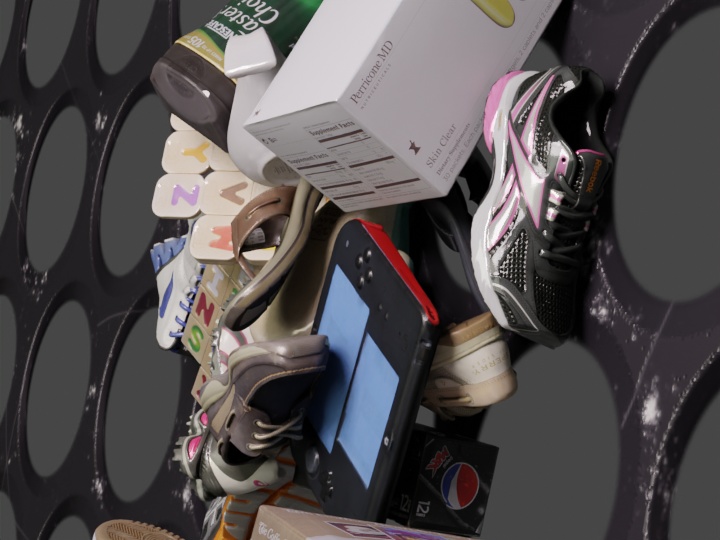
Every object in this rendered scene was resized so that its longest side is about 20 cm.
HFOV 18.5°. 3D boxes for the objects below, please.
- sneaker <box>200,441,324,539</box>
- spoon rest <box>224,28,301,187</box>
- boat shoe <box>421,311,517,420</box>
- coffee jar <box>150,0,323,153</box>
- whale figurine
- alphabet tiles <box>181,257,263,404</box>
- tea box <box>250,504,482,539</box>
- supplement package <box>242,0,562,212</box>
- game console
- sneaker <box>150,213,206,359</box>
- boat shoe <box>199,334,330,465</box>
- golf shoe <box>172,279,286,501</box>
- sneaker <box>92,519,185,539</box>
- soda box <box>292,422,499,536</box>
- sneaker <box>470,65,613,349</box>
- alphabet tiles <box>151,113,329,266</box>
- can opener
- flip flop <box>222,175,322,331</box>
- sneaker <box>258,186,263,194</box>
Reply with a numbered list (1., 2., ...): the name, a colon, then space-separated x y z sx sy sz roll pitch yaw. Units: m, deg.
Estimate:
1. sneaker: -0.085 0.192 1.821 0.200 0.078 0.078 -53 25 36
2. spoon rest: -0.066 -0.128 1.733 0.200 0.099 0.061 69 -171 -60
3. boat shoe: 0.062 0.077 1.576 0.065 0.072 0.200 63 162 1
4. coffee jar: -0.074 -0.190 1.818 0.200 0.085 0.104 -45 52 -14
5. whale figurine: 0.000 0.000 1.729 0.159 0.104 0.201 7 62 53
6. alphabet tiles: -0.092 0.062 1.874 0.167 0.006 0.201 48 132 34
7. tea box: 0.022 0.273 1.437 0.133 0.199 0.198 19 97 63
8. supplement package: 0.034 -0.159 1.605 0.201 0.111 0.155 -59 22 -18
9. game console: -0.001 0.081 1.572 0.177 0.031 0.201 -119 40 -59
10. sneaker: -0.135 0.017 1.992 0.199 0.080 0.116 144 128 -62
11. boat shoe: -0.063 0.098 1.616 0.200 0.074 0.074 134 126 -68
12. golf shoe: -0.080 0.096 1.767 0.088 0.077 0.201 -4 53 25
13. sneaker: -0.144 0.292 1.801 0.071 0.199 0.113 -38 -26 -57
14. soda box: 0.023 0.145 1.637 0.200 0.063 0.071 9 86 63
15. sneaker: 0.129 -0.051 1.498 0.086 0.080 0.201 -18 69 48
16. alphabet tiles: -0.082 -0.100 1.851 0.194 0.015 0.201 2 70 25
17. can opener: 0.089 -0.031 1.601 0.063 0.079 0.200 -31 42 3
18. flip flop: -0.065 -0.039 1.669 0.201 0.057 0.081 -67 5 -29
19. sneaker: -0.070 -0.037 1.876 0.070 0.075 0.201 -33 51 54
